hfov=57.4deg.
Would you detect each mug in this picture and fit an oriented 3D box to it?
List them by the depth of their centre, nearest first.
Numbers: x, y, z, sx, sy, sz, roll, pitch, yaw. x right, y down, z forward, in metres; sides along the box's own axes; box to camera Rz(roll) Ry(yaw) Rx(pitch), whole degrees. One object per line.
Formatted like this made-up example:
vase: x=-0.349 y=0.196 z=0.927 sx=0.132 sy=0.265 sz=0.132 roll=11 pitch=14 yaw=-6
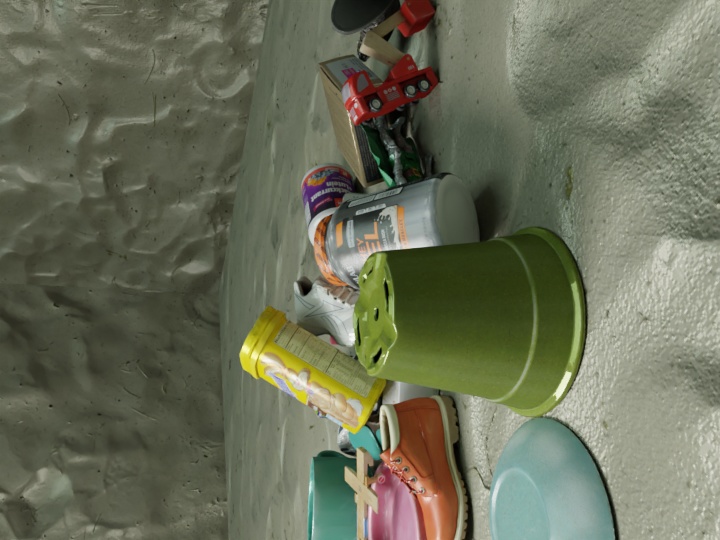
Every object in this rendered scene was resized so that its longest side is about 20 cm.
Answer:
mug: x=-0.028 y=0.377 z=1.098 sx=0.153 sy=0.111 sz=0.189 roll=103 pitch=168 yaw=-57

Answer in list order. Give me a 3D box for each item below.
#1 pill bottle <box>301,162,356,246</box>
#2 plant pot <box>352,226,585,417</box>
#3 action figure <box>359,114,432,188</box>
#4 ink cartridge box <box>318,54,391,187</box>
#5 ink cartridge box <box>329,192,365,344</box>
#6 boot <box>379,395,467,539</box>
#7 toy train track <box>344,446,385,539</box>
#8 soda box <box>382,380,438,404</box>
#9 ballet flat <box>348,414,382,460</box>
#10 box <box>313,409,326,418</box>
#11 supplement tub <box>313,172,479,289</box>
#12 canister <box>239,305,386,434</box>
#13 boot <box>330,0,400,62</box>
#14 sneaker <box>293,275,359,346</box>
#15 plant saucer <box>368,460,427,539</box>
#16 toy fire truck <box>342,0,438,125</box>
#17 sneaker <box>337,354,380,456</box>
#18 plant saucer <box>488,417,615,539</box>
pill bottle: x=-0.053 y=-0.105 z=1.288 sx=0.113 sy=0.109 sz=0.203 roll=113 pitch=154 yaw=-44
plant pot: x=0.096 y=0.048 z=0.685 sx=0.200 sy=0.186 sz=0.205 roll=-175 pitch=90 yaw=-71
action figure: x=0.068 y=-0.153 z=0.977 sx=0.055 sy=0.116 sz=0.203 roll=-51 pitch=46 yaw=39
ink cartridge box: x=-0.003 y=-0.263 z=1.138 sx=0.201 sy=0.074 sz=0.168 roll=-116 pitch=11 yaw=-56
ink cartridge box: x=0.000 y=0.000 z=1.054 sx=0.147 sy=0.083 sz=0.203 roll=-84 pitch=-1 yaw=-50
boot: x=0.075 y=0.264 z=0.842 sx=0.075 sy=0.105 sz=0.204 roll=129 pitch=139 yaw=-57
toy train track: x=0.013 y=0.362 z=0.976 sx=0.114 sy=0.032 sz=0.205 roll=-163 pitch=72 yaw=-64
soda box: x=0.074 y=0.095 z=0.940 sx=0.068 sy=0.062 sz=0.205 roll=171 pitch=101 yaw=-71
ballet flat: x=0.046 y=0.245 z=0.991 sx=0.069 sy=0.066 sz=0.199 roll=65 pitch=153 yaw=2
box: x=-0.060 y=0.210 z=1.199 sx=0.201 sy=0.063 sz=0.072 roll=80 pitch=-168 yaw=-62
supplement tub: x=0.043 y=-0.043 z=0.843 sx=0.197 sy=0.121 sz=0.126 roll=-12 pitch=71 yaw=36
canister: x=-0.068 y=0.149 z=0.955 sx=0.088 sy=0.197 sz=0.149 roll=-58 pitch=-5 yaw=-21
boot: x=0.018 y=-0.398 z=1.061 sx=0.201 sy=0.069 sz=0.175 roll=-49 pitch=-7 yaw=-21
sneaker: x=-0.033 y=0.054 z=0.949 sx=0.197 sy=0.074 sz=0.089 roll=1 pitch=115 yaw=42
plant saucer: x=0.064 y=0.373 z=0.937 sx=0.200 sy=0.050 sz=0.206 roll=-175 pitch=90 yaw=-72
toy fire truck: x=0.045 y=-0.314 z=0.984 sx=0.143 sy=0.197 sz=0.049 roll=62 pitch=157 yaw=3
sneaker: x=0.002 y=0.217 z=1.129 sx=0.131 sy=0.077 sz=0.202 roll=-80 pitch=-12 yaw=-49
plant saucer: x=0.171 y=0.250 z=0.651 sx=0.200 sy=0.038 sz=0.206 roll=-175 pitch=90 yaw=-71
